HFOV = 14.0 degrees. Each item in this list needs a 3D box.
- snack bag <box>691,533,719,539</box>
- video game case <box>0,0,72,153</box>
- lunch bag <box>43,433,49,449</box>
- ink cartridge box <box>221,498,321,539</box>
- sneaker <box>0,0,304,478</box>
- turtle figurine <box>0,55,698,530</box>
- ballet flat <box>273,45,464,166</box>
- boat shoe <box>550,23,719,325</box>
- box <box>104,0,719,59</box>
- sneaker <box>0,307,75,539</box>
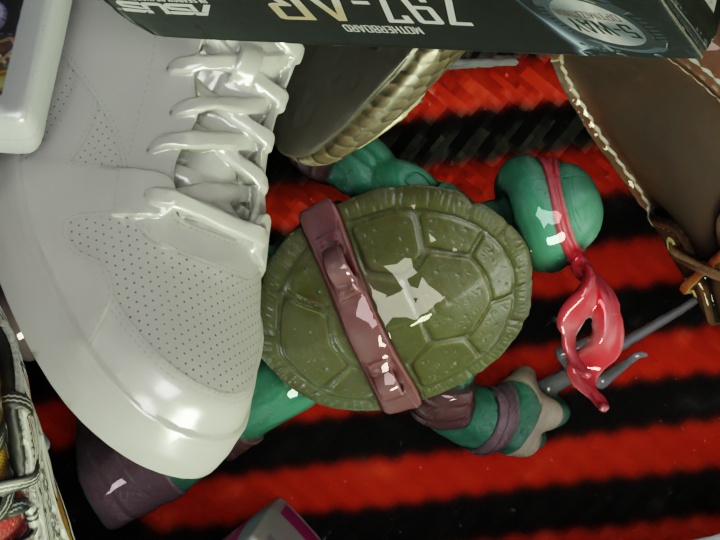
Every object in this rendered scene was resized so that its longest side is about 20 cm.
[{"bbox_3d":[0.093,0.163,0.871,0.188,0.021,0.201,-14,123,1],"label":"snack bag"},{"bbox_3d":[-0.168,-0.121,0.811,0.199,0.023,0.183,5,62,8],"label":"video game case"},{"bbox_3d":[-0.213,0.056,0.832,0.200,0.127,0.170,-41,95,8],"label":"lunch bag"},{"bbox_3d":[-0.093,0.145,0.854,0.200,0.119,0.042,-41,89,2],"label":"ink cartridge box"},{"bbox_3d":[-0.042,-0.053,0.779,0.073,0.201,0.116,21,131,-36],"label":"sneaker"},{"bbox_3d":[0.000,0.000,0.858,0.199,0.101,0.150,-20,97,5],"label":"turtle figurine"},{"bbox_3d":[0.044,-0.108,0.805,0.046,0.067,0.200,28,102,-40],"label":"ballet flat"},{"bbox_3d":[0.124,-0.010,0.838,0.200,0.070,0.071,40,64,-25],"label":"boat shoe"},{"bbox_3d":[0.027,-0.154,0.727,0.160,0.044,0.201,4,70,28],"label":"box"},{"bbox_3d":[-0.113,0.063,0.753,0.078,0.082,0.201,-21,88,-15],"label":"sneaker"}]
